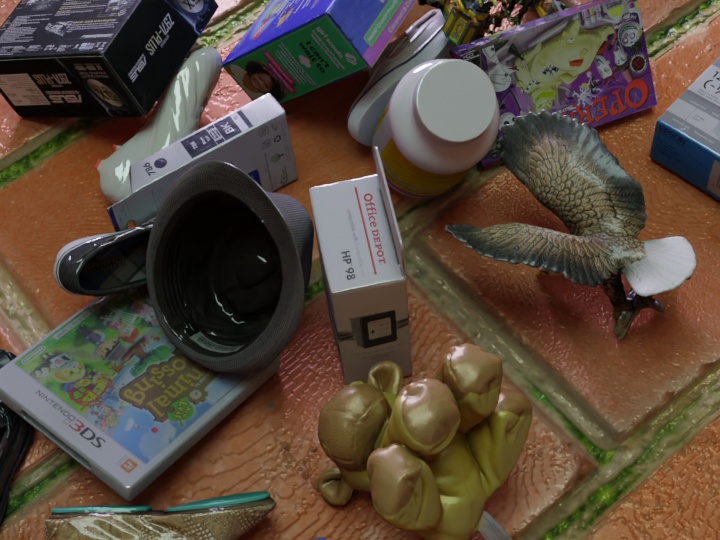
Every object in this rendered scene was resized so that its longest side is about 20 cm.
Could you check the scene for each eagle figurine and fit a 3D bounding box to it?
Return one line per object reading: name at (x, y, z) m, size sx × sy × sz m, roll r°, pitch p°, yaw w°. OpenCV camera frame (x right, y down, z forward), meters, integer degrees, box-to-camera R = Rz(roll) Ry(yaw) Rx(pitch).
eagle figurine at (0.193, -0.032, 1.207) m, size 0.151 × 0.200 × 0.152 m, roll -43°, pitch 15°, yaw 20°

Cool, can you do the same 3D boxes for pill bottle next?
pill bottle at (0.072, -0.134, 1.242) m, size 0.103 × 0.200 × 0.106 m, roll 1°, pitch 83°, yaw -6°

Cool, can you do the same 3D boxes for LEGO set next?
LEGO set at (0.165, -0.309, 1.376) m, size 0.197 × 0.116 × 0.155 m, roll 9°, pitch 44°, yaw -22°

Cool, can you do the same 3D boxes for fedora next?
fedora at (-0.101, -0.006, 1.180) m, size 0.177 × 0.201 × 0.090 m, roll 44°, pitch 34°, yaw 18°

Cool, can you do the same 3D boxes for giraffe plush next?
giraffe plush at (0.035, 0.144, 1.101) m, size 0.161 × 0.202 × 0.172 m, roll 24°, pitch 54°, yaw 40°

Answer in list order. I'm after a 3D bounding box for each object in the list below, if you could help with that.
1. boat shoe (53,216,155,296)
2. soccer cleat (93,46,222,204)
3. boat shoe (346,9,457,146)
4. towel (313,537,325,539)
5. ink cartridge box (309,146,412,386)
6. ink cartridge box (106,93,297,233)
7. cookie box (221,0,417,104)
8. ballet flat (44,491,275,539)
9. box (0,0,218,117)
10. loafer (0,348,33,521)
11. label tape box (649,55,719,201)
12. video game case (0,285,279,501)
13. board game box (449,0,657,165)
boat shoe at (-0.188, -0.018, 1.245) m, size 0.198 × 0.070 × 0.056 m, roll -21°, pitch 20°, yaw -24°
soccer cleat at (-0.191, -0.142, 1.365) m, size 0.077 × 0.070 × 0.201 m, roll 27°, pitch 70°, yaw 19°
boat shoe at (0.042, -0.208, 1.385) m, size 0.065 × 0.072 × 0.200 m, roll 28°, pitch 63°, yaw 29°
towel at (-0.064, 0.322, 1.064) m, size 0.199 × 0.024 × 0.145 m, roll -36°, pitch 60°, yaw -18°
ink cartridge box at (0.000, 0.000, 1.168) m, size 0.066 × 0.201 × 0.117 m, roll -11°, pitch 55°, yaw -3°
ink cartridge box at (-0.158, -0.087, 1.302) m, size 0.198 × 0.100 × 0.039 m, roll -30°, pitch 56°, yaw -16°
cookie box at (-0.029, -0.264, 1.357) m, size 0.199 × 0.075 × 0.172 m, roll -13°, pitch 38°, yaw 54°
ballet flat at (-0.167, 0.227, 1.123) m, size 0.197 × 0.071 × 0.066 m, roll -5°, pitch 83°, yaw 4°
box at (-0.275, -0.248, 1.389) m, size 0.198 × 0.086 × 0.165 m, roll 4°, pitch 53°, yaw 35°
loafer at (-0.336, 0.152, 1.177) m, size 0.071 × 0.063 × 0.202 m, roll 0°, pitch 56°, yaw 6°
label tape box at (0.405, -0.155, 1.320) m, size 0.143 × 0.066 × 0.200 m, roll 36°, pitch 67°, yaw 25°
video game case at (-0.203, 0.093, 1.204) m, size 0.181 × 0.022 × 0.200 m, roll 32°, pitch 50°, yaw 23°
board game box at (0.196, -0.194, 1.338) m, size 0.197 × 0.121 × 0.032 m, roll -20°, pitch 25°, yaw -8°
